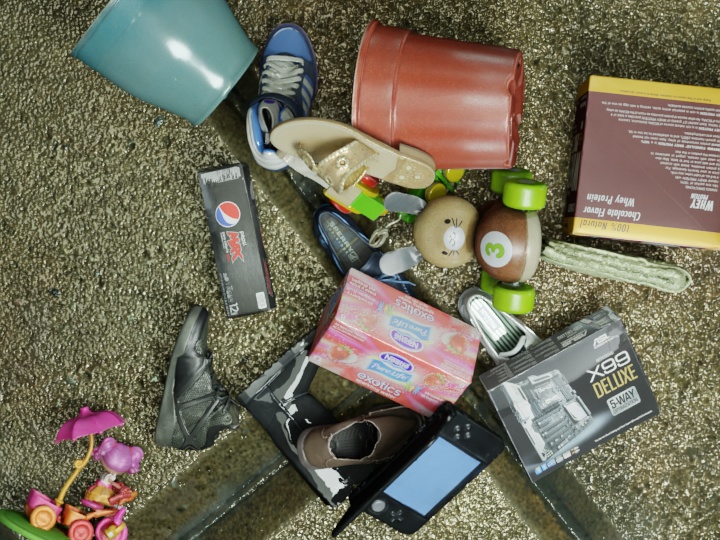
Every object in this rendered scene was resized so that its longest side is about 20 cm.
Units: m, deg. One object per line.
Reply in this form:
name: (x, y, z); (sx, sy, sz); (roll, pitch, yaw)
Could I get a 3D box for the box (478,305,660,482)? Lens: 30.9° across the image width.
box: (0.276, 0.163, 1.715); (0.198, 0.050, 0.159); (-27, 114, -1)

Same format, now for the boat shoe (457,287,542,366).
boat shoe: (0.204, 0.107, 1.740); (0.200, 0.067, 0.074); (42, 94, -1)

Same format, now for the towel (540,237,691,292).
towel: (0.320, -0.009, 1.694); (0.197, 0.148, 0.037); (11, 94, -1)

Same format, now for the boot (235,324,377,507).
boot: (-0.046, 0.194, 1.756); (0.165, 0.066, 0.200); (-41, 91, 0)

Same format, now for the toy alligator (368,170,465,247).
toy alligator: (0.087, -0.098, 1.741); (0.201, 0.059, 0.054); (-52, 132, -7)

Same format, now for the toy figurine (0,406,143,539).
toy figurine: (-0.360, 0.283, 1.756); (0.199, 0.150, 0.186); (27, 83, -20)

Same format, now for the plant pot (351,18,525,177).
plant pot: (0.105, -0.211, 1.653); (0.193, 0.201, 0.204); (6, 92, 12)

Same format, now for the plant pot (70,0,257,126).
plant pot: (-0.242, -0.299, 1.696); (0.187, 0.200, 0.201); (39, 93, -14)

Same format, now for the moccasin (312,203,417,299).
moccasin: (0.000, 0.000, 1.746); (0.200, 0.068, 0.080); (45, 93, 0)

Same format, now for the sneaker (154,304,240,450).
sneaker: (-0.207, 0.149, 1.760); (0.113, 0.076, 0.202); (11, 95, 1)

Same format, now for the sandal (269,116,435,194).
sandal: (-0.009, -0.124, 1.577); (0.209, 0.078, 0.070); (13, 53, -11)

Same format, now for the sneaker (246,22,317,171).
sneaker: (-0.103, -0.231, 1.704); (0.079, 0.146, 0.203); (6, 93, 2)

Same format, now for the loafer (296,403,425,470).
loafer: (0.014, 0.224, 1.713); (0.198, 0.071, 0.074); (-13, 91, -35)

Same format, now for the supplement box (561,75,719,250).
supplement box: (0.374, -0.136, 1.691); (0.195, 0.133, 0.203); (6, 92, 2)

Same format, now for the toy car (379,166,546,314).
toy car: (0.125, -0.045, 1.672); (0.197, 0.158, 0.166); (3, 105, -6)

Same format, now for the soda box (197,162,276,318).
soda box: (-0.165, -0.040, 1.751); (0.062, 0.071, 0.203); (-11, 91, 4)

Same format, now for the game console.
game console: (0.078, 0.280, 1.677); (0.175, 0.117, 0.200); (34, 111, -29)

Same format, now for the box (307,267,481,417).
box: (0.046, 0.098, 1.699); (0.198, 0.095, 0.103); (26, 136, -9)

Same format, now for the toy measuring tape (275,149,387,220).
toy measuring tape: (-0.037, -0.129, 1.717); (0.199, 0.073, 0.074); (30, 93, -34)
